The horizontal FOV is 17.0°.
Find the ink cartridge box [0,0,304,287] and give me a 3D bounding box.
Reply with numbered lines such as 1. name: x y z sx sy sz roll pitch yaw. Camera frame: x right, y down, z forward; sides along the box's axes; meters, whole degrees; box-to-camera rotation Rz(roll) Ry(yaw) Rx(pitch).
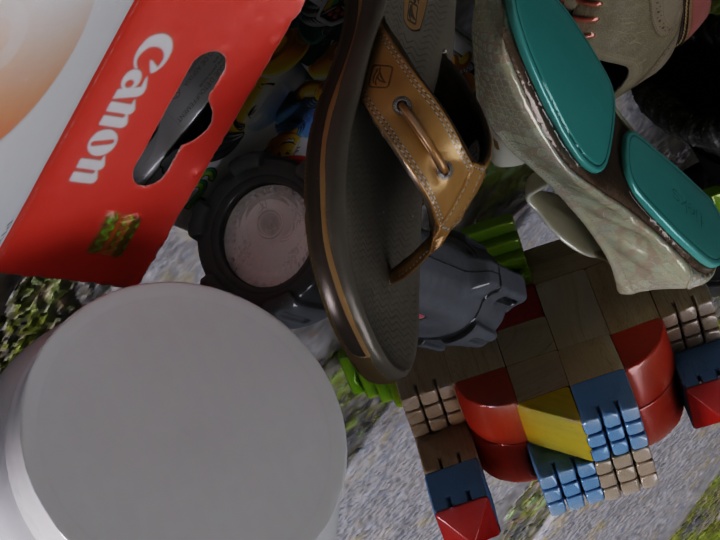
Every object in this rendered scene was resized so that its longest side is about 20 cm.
1. ink cartridge box: -0.112 -0.047 0.814 0.200 0.050 0.162 8 125 -42

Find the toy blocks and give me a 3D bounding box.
1. toy blocks: 0.095 0.051 1.118 0.199 0.137 0.100 -18 130 2

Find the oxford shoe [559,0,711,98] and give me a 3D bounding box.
1. oxford shoe: 0.106 -0.127 1.017 0.075 0.070 0.200 -54 155 -11

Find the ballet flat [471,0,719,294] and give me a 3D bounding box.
1. ballet flat: 0.087 -0.049 1.025 0.062 0.068 0.200 -16 134 31

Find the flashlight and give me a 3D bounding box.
1. flashlight: 0.000 0.000 0.997 0.068 0.068 0.200 -52 158 7

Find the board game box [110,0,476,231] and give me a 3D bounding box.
1. board game box: -0.018 -0.063 0.983 0.126 0.035 0.200 -49 154 9

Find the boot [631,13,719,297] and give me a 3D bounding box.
1. boot: 0.184 -0.058 1.221 0.158 0.211 0.080 29 68 -29

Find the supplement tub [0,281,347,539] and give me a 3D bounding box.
1. supplement tub: -0.091 0.101 0.941 0.144 0.145 0.200 -30 166 -28

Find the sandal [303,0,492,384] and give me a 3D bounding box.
1. sandal: 0.024 -0.058 0.894 0.082 0.054 0.201 29 69 -61
